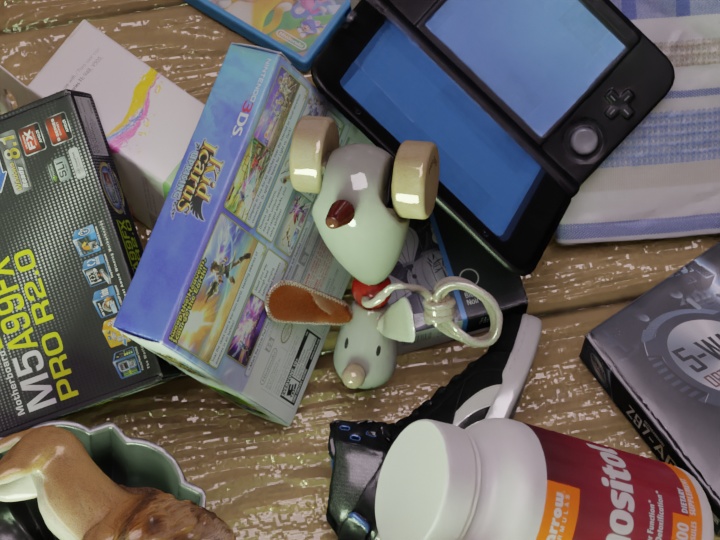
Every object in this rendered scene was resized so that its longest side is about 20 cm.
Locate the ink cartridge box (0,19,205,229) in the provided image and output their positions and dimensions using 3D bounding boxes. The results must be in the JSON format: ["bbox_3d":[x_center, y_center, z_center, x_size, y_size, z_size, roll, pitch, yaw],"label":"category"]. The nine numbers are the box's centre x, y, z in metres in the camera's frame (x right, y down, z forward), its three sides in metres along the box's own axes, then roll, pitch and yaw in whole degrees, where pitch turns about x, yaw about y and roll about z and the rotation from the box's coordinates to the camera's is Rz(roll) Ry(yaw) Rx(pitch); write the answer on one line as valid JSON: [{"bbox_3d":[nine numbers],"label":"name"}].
[{"bbox_3d":[-0.160,-0.095,1.597,0.199,0.117,0.067,35,73,12],"label":"ink cartridge box"}]

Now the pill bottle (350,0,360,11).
[{"bbox_3d":[0.098,-0.196,1.648,0.198,0.111,0.112,-18,69,-9],"label":"pill bottle"}]

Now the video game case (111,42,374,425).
[{"bbox_3d":[-0.065,-0.020,1.515,0.045,0.181,0.201,16,78,30],"label":"video game case"}]

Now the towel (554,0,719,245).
[{"bbox_3d":[0.200,-0.118,1.613,0.146,0.024,0.202,-5,100,-4],"label":"towel"}]

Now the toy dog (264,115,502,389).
[{"bbox_3d":[0.000,0.000,1.479,0.131,0.201,0.096,-8,28,27],"label":"toy dog"}]

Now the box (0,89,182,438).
[{"bbox_3d":[-0.224,0.002,1.525,0.159,0.044,0.202,-19,87,13],"label":"box"}]

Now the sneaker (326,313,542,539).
[{"bbox_3d":[0.040,0.101,1.542,0.111,0.073,0.201,22,70,7],"label":"sneaker"}]

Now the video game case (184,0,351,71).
[{"bbox_3d":[-0.044,-0.259,1.722,0.143,0.018,0.201,31,70,12],"label":"video game case"}]

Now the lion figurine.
[{"bbox_3d":[-0.176,0.147,1.441,0.122,0.073,0.200,-38,68,-23],"label":"lion figurine"}]

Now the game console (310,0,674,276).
[{"bbox_3d":[0.093,-0.130,1.535,0.200,0.116,0.176,43,97,-8],"label":"game console"}]

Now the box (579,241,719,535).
[{"bbox_3d":[0.275,0.059,1.580,0.199,0.044,0.161,-32,72,-14],"label":"box"}]

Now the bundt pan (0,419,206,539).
[{"bbox_3d":[-0.186,0.204,1.493,0.200,0.076,0.204,1,66,-1],"label":"bundt pan"}]

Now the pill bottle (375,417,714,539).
[{"bbox_3d":[0.115,0.158,1.457,0.199,0.113,0.114,16,64,-27],"label":"pill bottle"}]

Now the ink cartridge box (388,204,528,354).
[{"bbox_3d":[0.042,-0.048,1.625,0.099,0.039,0.201,-16,68,-7],"label":"ink cartridge box"}]
